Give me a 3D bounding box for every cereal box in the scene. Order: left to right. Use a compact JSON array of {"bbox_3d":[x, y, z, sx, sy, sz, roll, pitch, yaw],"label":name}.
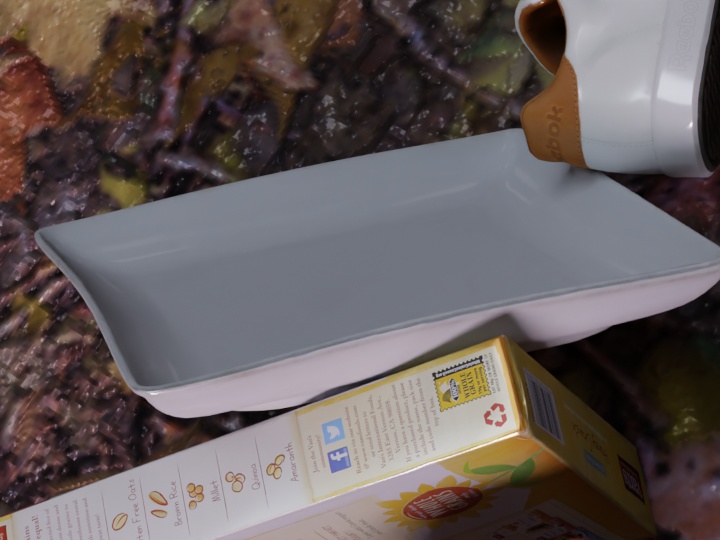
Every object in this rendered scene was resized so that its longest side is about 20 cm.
[{"bbox_3d":[-0.014,0.088,0.809,0.199,0.144,0.040,-19,65,16],"label":"cereal box"}]

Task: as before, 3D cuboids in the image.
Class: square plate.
[{"bbox_3d":[0.000,0.000,0.826,0.197,0.029,0.200,-13,19,-14],"label":"square plate"}]

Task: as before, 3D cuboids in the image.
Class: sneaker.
[{"bbox_3d":[0.102,-0.122,0.890,0.084,0.073,0.201,0,51,22],"label":"sneaker"}]

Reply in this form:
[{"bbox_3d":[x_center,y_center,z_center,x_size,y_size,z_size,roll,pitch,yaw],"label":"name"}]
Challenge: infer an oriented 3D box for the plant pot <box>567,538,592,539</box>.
[{"bbox_3d":[0.099,0.187,0.682,0.201,0.201,0.195,-51,45,-6],"label":"plant pot"}]
